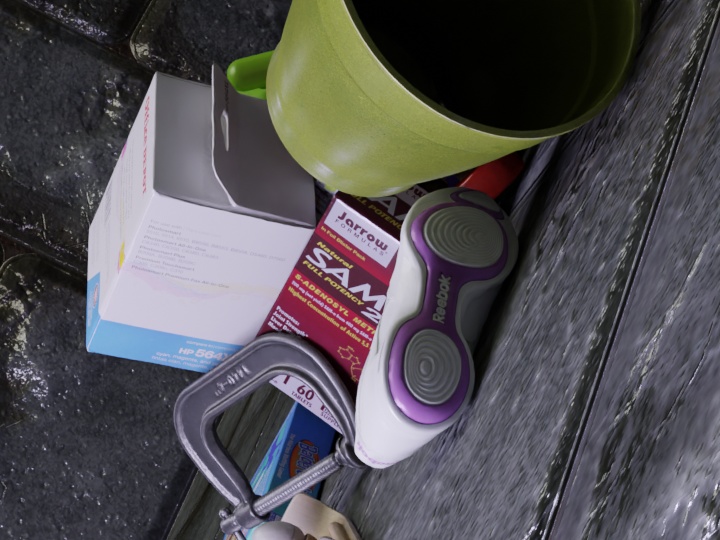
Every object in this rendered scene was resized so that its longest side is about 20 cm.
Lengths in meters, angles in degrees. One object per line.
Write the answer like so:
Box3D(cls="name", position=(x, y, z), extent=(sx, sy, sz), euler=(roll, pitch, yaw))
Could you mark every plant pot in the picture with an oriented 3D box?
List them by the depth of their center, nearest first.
Box3D(cls="plant pot", position=(0.034, -0.137, 1.141), extent=(0.193, 0.200, 0.201), euler=(-37, 25, 58))

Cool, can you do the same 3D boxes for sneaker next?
Box3D(cls="sneaker", position=(0.036, 0.031, 1.143), extent=(0.100, 0.075, 0.201), euler=(-56, 9, 50))

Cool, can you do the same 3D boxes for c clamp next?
Box3D(cls="c clamp", position=(-0.058, 0.137, 1.380), extent=(0.200, 0.171, 0.027), euler=(-42, -4, 42))

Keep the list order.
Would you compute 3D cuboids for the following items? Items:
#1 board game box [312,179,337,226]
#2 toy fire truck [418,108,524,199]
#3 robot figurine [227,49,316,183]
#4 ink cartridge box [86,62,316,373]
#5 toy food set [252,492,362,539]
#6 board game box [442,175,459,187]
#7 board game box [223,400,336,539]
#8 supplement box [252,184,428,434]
Box3D(cls="board game box", position=(0.000, 0.000, 1.397), extent=(0.032, 0.120, 0.200), euler=(-46, -9, -34))
Box3D(cls="toy fire truck", position=(0.083, -0.119, 1.353), extent=(0.168, 0.112, 0.200), euler=(-46, 1, -14))
Box3D(cls="robot figurine", position=(-0.045, -0.099, 1.510), extent=(0.115, 0.177, 0.199), euler=(-27, 28, -30))
Box3D(cls="ink cartridge box", position=(-0.116, -0.039, 1.385), extent=(0.200, 0.124, 0.129), euler=(121, 154, -42))
Box3D(cls="toy food set", position=(-0.058, 0.224, 1.220), extent=(0.144, 0.060, 0.200), euler=(-63, 4, -1))
Box3D(cls="board game box", position=(0.016, 0.009, 1.586), extent=(0.200, 0.045, 0.135), euler=(-59, 6, 45))
Box3D(cls="board game box", position=(-0.081, 0.218, 1.594), extent=(0.153, 0.045, 0.200), euler=(-61, 5, 28))
Box3D(cls="supplement box", position=(0.003, 0.023, 1.317), extent=(0.061, 0.109, 0.200), euler=(-52, -6, -44))
